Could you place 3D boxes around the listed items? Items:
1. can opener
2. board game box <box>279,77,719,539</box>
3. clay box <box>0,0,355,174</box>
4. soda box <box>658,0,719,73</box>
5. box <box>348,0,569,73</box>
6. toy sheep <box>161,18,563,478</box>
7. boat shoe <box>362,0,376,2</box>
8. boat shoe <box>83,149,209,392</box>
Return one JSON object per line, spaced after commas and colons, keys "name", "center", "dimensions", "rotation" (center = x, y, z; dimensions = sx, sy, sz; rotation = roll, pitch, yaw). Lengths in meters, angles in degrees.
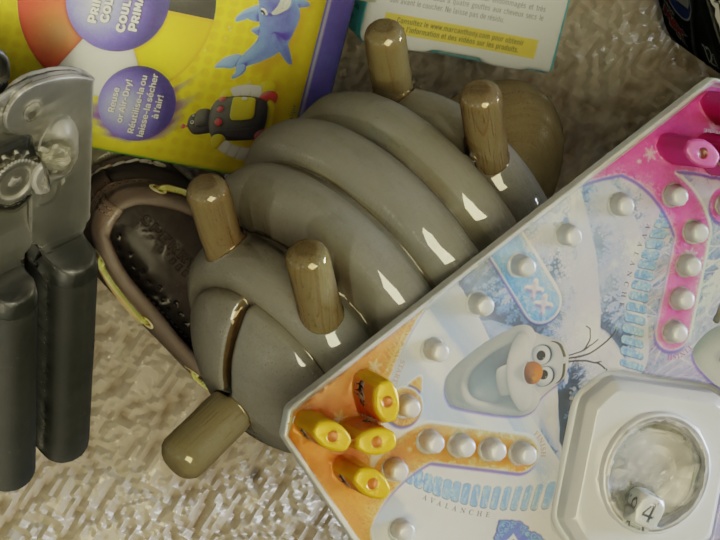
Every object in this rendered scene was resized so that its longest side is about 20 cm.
{"name": "can opener", "center": [-0.132, -0.005, 0.845], "dimensions": [0.053, 0.067, 0.201], "rotation": [-27, 146, -31]}
{"name": "board game box", "center": [0.102, 0.070, 0.780], "dimensions": [0.200, 0.026, 0.201], "rotation": [-37, 109, -11]}
{"name": "clay box", "center": [-0.104, -0.106, 0.840], "dimensions": [0.199, 0.048, 0.116], "rotation": [9, 107, -19]}
{"name": "soda box", "center": [0.214, -0.149, 0.896], "dimensions": [0.199, 0.071, 0.064], "rotation": [-23, 115, -5]}
{"name": "box", "center": [0.053, -0.182, 0.853], "dimensions": [0.082, 0.049, 0.201], "rotation": [8, 107, -18]}
{"name": "toy sheep", "center": [0.000, 0.000, 0.811], "dimensions": [0.200, 0.138, 0.138], "rotation": [-39, 116, -21]}
{"name": "boat shoe", "center": [-0.012, -0.198, 0.804], "dimensions": [0.066, 0.075, 0.201], "rotation": [7, 89, -1]}
{"name": "boat shoe", "center": [-0.036, 0.026, 0.900], "dimensions": [0.072, 0.060, 0.200], "rotation": [-45, 114, 4]}
